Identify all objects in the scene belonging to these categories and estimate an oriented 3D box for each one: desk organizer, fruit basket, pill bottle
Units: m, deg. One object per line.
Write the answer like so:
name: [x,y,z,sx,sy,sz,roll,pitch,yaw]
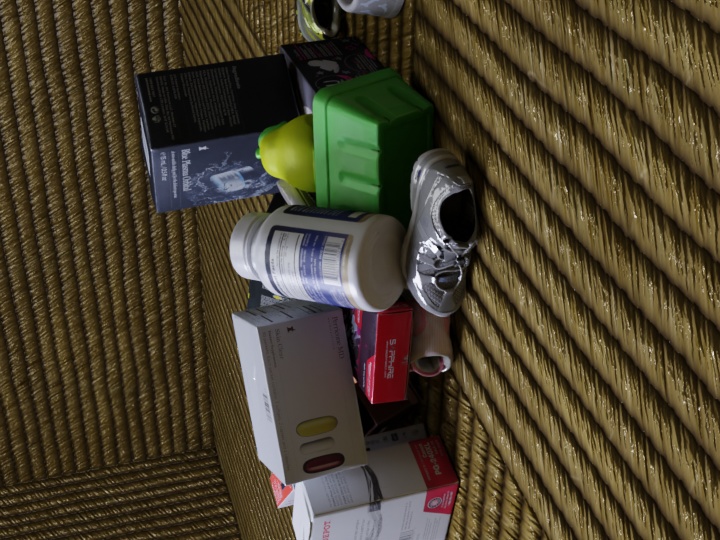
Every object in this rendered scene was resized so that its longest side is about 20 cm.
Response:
desk organizer: [0.010,0.205,1.663,0.072,0.077,0.200,57,153,13]
fruit basket: [-0.018,-0.140,1.426,0.216,0.155,0.216,29,130,41]
pill bottle: [-0.051,-0.019,1.361,0.200,0.111,0.111,9,112,35]

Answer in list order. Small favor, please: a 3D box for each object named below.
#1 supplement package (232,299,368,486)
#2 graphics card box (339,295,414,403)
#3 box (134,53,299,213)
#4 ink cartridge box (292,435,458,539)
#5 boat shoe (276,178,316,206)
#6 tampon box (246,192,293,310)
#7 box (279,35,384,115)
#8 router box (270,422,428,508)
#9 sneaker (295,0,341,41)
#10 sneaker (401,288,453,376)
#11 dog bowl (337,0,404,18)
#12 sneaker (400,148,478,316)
supplement package: [-0.078,0.147,1.474,0.156,0.111,0.200,-166,65,-72]
graphics card box: [0.004,0.060,1.441,0.200,0.051,0.126,-127,35,-57]
box: [-0.193,-0.182,1.582,0.197,0.200,0.118,108,149,-67]
ink cartridge box: [0.015,0.306,1.534,0.145,0.200,0.083,97,158,-47]
boat shoe: [-0.025,-0.070,1.539,0.200,0.093,0.075,53,179,-39]
tampon box: [-0.089,-0.026,1.775,0.200,0.126,0.150,104,-175,-57]
box: [-0.032,-0.216,1.568,0.200,0.115,0.132,-120,25,-55]
router box: [-0.018,0.276,1.642,0.180,0.200,0.049,121,135,-68]
sneaker: [-0.061,-0.421,1.668,0.076,0.075,0.200,30,138,63]
sneaker: [0.061,0.086,1.468,0.200,0.075,0.105,146,120,-70]
dog bowl: [0.002,-0.408,1.433,0.200,0.059,0.200,171,90,-77]
sneaker: [0.091,-0.029,1.288,0.082,0.075,0.200,-132,31,-53]
